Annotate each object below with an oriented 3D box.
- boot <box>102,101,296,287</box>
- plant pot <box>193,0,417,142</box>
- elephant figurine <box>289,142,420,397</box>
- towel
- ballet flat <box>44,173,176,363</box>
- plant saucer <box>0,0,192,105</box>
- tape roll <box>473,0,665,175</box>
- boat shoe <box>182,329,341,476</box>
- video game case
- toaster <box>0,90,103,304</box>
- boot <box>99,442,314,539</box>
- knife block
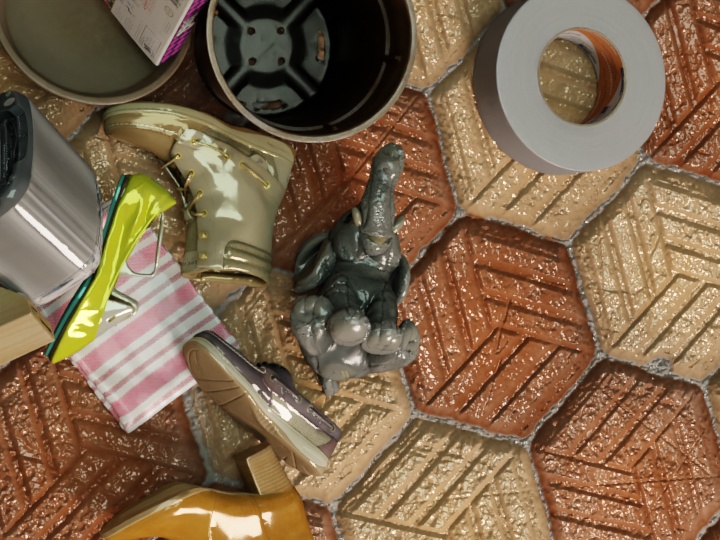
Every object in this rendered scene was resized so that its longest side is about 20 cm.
[{"bbox_3d":[-0.168,-0.073,1.682,0.199,0.073,0.156,16,74,-24],"label":"boot"},{"bbox_3d":[-0.069,-0.223,1.656,0.199,0.198,0.201,-1,94,-16],"label":"plant pot"},{"bbox_3d":[0.000,0.000,1.726,0.141,0.155,0.201,41,44,-48],"label":"elephant figurine"},{"bbox_3d":[-0.230,0.042,1.689,0.146,0.030,0.200,-38,101,-15],"label":"towel"},{"bbox_3d":[-0.233,0.006,1.629,0.067,0.067,0.201,24,91,-7],"label":"ballet flat"},{"bbox_3d":[-0.262,-0.252,1.665,0.199,0.029,0.201,6,73,-19],"label":"plant saucer"},{"bbox_3d":[0.223,-0.203,1.835,0.200,0.066,0.201,0,89,-20],"label":"tape roll"},{"bbox_3d":[-0.096,0.123,1.714,0.200,0.072,0.065,46,61,-20],"label":"boat shoe"},{"bbox_3d":[-0.213,-0.297,1.570,0.036,0.200,0.181,-38,90,-21],"label":"video game case"},{"bbox_3d":[-0.311,-0.059,1.577,0.113,0.200,0.129,-32,130,15],"label":"toaster"},{"bbox_3d":[-0.143,0.273,1.693,0.201,0.071,0.144,-23,98,-19],"label":"boot"},{"bbox_3d":[-0.403,0.084,1.560,0.199,0.064,0.176,18,70,20],"label":"knife block"}]
